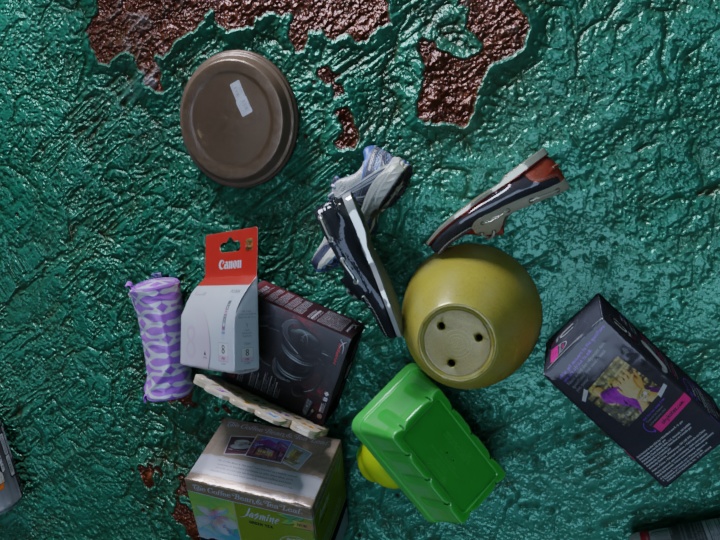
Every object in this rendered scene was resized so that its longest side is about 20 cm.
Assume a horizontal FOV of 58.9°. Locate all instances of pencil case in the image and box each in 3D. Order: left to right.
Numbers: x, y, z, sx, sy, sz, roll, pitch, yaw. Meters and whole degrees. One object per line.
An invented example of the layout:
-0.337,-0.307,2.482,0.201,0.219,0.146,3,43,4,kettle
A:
-0.321,0.108,1.025,0.084,0.084,0.203,-9,99,-16,pencil case

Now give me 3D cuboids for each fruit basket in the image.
0.078,0.253,0.915,0.155,0.216,0.216,-41,86,-16,fruit basket

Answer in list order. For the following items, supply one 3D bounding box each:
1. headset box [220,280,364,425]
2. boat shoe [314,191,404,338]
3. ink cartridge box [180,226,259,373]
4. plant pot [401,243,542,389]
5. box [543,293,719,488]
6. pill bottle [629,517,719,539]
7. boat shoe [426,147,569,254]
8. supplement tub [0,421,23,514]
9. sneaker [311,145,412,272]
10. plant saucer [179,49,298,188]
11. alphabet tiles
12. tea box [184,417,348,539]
-0.112,0.118,0.967,0.198,0.077,0.150,23,107,10,headset box
0.000,0.000,0.837,0.060,0.076,0.202,-22,87,10,boat shoe
-0.210,0.043,0.937,0.162,0.057,0.203,-3,90,48,ink cartridge box
0.136,0.075,0.843,0.197,0.142,0.203,4,102,17,plant pot
0.339,0.145,0.803,0.200,0.122,0.106,44,111,5,box
0.462,0.379,0.819,0.198,0.111,0.112,-20,95,21,pill bottle
0.177,-0.077,0.840,0.199,0.071,0.063,-36,92,17,boat shoe
-0.718,0.355,1.184,0.121,0.122,0.203,-12,98,19,supplement tub
-0.013,-0.088,0.903,0.085,0.077,0.201,41,103,16,sneaker
-0.187,-0.223,0.946,0.197,0.029,0.203,3,101,17,plant saucer
-0.144,0.198,0.934,0.198,0.196,0.015,22,85,12,alphabet tiles
-0.134,0.353,0.965,0.197,0.134,0.199,6,121,16,tea box
